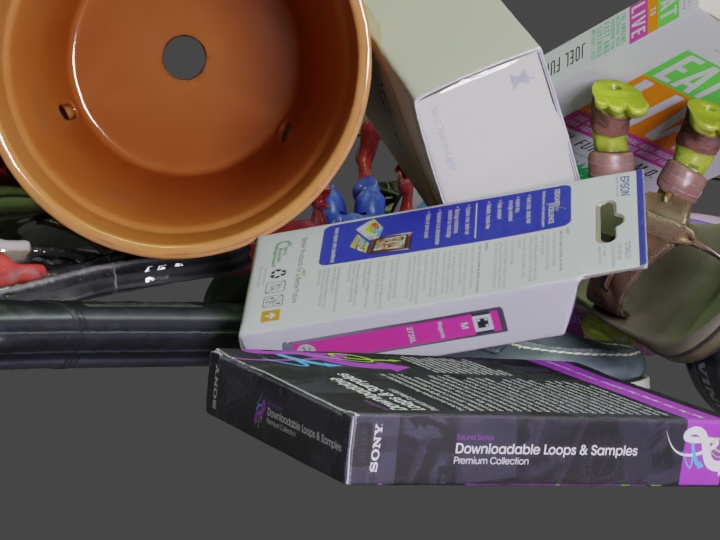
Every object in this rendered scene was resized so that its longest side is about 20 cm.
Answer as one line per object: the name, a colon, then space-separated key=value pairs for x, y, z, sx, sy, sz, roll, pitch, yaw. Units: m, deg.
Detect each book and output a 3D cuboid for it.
book: x=0.165 y=-0.098 z=1.472 sx=0.133 sy=0.048 sz=0.200 roll=19 pitch=-29 yaw=-31

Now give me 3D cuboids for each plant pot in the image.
plant pot: x=-0.094 y=-0.112 z=1.405 sx=0.199 sy=0.201 sz=0.140 roll=7 pitch=6 yaw=-1

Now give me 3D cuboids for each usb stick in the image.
usb stick: x=-0.117 y=0.031 z=1.305 sx=0.200 sy=0.033 sz=0.055 roll=0 pitch=4 yaw=-40

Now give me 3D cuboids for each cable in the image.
cable: x=-0.147 y=-0.007 z=1.378 sx=0.199 sy=0.051 sz=0.097 roll=-11 pitch=13 yaw=-16

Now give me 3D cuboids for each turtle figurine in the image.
turtle figurine: x=0.155 y=-0.014 z=1.438 sx=0.199 sy=0.162 sz=0.064 roll=18 pitch=23 yaw=11

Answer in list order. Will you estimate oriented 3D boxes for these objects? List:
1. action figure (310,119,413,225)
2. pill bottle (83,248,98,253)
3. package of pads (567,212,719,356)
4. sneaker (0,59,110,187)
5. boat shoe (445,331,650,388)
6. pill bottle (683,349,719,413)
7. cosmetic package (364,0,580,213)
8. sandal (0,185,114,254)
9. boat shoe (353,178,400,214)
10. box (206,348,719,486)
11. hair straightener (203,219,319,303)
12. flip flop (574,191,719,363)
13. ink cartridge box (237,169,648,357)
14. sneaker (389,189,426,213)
action figure: x=-0.004 y=-0.049 z=1.589 sx=0.065 sy=0.099 sz=0.200 roll=0 pitch=36 yaw=-7
pill bottle: x=-0.149 y=-0.063 z=1.665 sx=0.199 sy=0.111 sz=0.111 roll=5 pitch=8 yaw=-19
package of pads: x=0.171 y=0.006 z=1.591 sx=0.120 sy=0.076 sz=0.200 roll=10 pitch=8 yaw=40
sneaker: x=-0.213 y=-0.058 z=1.495 sx=0.078 sy=0.200 sz=0.116 roll=50 pitch=24 yaw=1
boat shoe: x=0.054 y=0.026 z=1.382 sx=0.199 sy=0.062 sz=0.073 roll=9 pitch=5 yaw=7
pill bottle: x=0.227 y=0.037 z=1.304 sx=0.106 sy=0.107 sz=0.200 roll=4 pitch=8 yaw=-24
cosmetic package: x=0.045 y=-0.101 z=1.410 sx=0.073 sy=0.104 sz=0.200 roll=-21 pitch=30 yaw=-5
sandal: x=-0.173 y=-0.015 z=1.504 sx=0.201 sy=0.080 sz=0.057 roll=-17 pitch=66 yaw=-44
boat shoe: x=0.024 y=-0.029 z=1.744 sx=0.073 sy=0.065 sz=0.200 roll=10 pitch=9 yaw=9
box: x=0.049 y=0.066 z=1.192 sx=0.199 sy=0.036 sz=0.143 roll=5 pitch=7 yaw=-28
hair straightener: x=0.000 y=0.000 z=1.451 sx=0.199 sy=0.041 sz=0.077 roll=-10 pitch=-45 yaw=24
flip flop: x=0.140 y=-0.009 z=1.314 sx=0.058 sy=0.081 sz=0.200 roll=40 pitch=-8 yaw=-27
ink cartridge box: x=0.043 y=0.002 z=1.294 sx=0.199 sy=0.037 sz=0.095 roll=-12 pitch=30 yaw=11
sneaker: x=0.108 y=-0.001 z=1.677 sx=0.200 sy=0.075 sz=0.087 roll=9 pitch=37 yaw=-41
